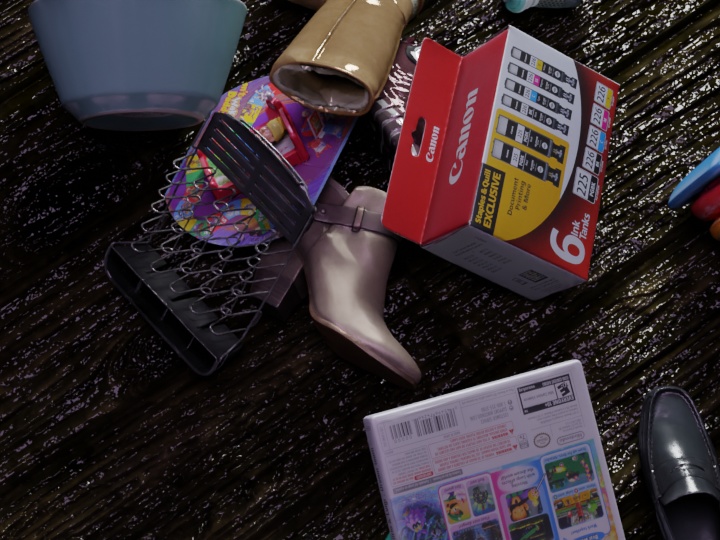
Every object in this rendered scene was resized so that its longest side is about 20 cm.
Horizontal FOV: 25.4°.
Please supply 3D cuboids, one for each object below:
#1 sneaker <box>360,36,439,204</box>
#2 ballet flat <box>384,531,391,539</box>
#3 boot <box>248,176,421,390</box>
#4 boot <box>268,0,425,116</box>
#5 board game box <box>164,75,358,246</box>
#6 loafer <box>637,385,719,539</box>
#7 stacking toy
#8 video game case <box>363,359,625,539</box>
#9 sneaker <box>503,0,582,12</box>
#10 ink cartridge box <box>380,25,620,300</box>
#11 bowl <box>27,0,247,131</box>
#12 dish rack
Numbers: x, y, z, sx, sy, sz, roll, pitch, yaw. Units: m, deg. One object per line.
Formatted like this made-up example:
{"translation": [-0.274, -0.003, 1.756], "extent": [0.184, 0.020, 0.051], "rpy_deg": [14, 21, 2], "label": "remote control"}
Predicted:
{"translation": [0.067, -0.143, 1.488], "extent": [0.115, 0.076, 0.201], "rpy_deg": [-24, 68, -12], "label": "sneaker"}
{"translation": [0.078, 0.197, 1.355], "extent": [0.064, 0.076, 0.201], "rpy_deg": [38, 75, -17], "label": "ballet flat"}
{"translation": [0.000, 0.000, 1.429], "extent": [0.199, 0.070, 0.147], "rpy_deg": [29, 71, 14], "label": "boot"}
{"translation": [-0.040, -0.229, 1.477], "extent": [0.173, 0.067, 0.201], "rpy_deg": [11, 41, 16], "label": "boot"}
{"translation": [-0.098, -0.116, 1.461], "extent": [0.157, 0.039, 0.201], "rpy_deg": [11, 60, 28], "label": "board game box"}
{"translation": [0.278, 0.189, 1.343], "extent": [0.067, 0.071, 0.202], "rpy_deg": [-6, 67, -2], "label": "loafer"}
{"translation": [0.379, -0.026, 1.426], "extent": [0.116, 0.110, 0.201], "rpy_deg": [-30, 81, -23], "label": "stacking toy"}
{"translation": [0.115, 0.185, 1.317], "extent": [0.198, 0.024, 0.184], "rpy_deg": [-13, 88, -21], "label": "video game case"}
{"translation": [0.184, -0.340, 1.579], "extent": [0.090, 0.078, 0.202], "rpy_deg": [5, 70, -14], "label": "sneaker"}
{"translation": [0.126, -0.102, 1.421], "extent": [0.174, 0.084, 0.202], "rpy_deg": [23, 66, -24], "label": "ink cartridge box"}
{"translation": [-0.202, -0.187, 1.463], "extent": [0.199, 0.201, 0.106], "rpy_deg": [-1, 87, 0], "label": "bowl"}
{"translation": [-0.128, -0.029, 1.392], "extent": [0.153, 0.201, 0.054], "rpy_deg": [44, 33, 18], "label": "dish rack"}
